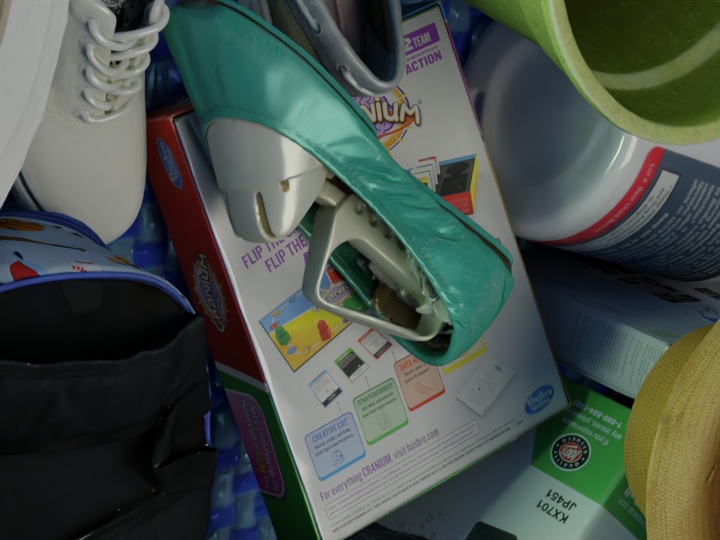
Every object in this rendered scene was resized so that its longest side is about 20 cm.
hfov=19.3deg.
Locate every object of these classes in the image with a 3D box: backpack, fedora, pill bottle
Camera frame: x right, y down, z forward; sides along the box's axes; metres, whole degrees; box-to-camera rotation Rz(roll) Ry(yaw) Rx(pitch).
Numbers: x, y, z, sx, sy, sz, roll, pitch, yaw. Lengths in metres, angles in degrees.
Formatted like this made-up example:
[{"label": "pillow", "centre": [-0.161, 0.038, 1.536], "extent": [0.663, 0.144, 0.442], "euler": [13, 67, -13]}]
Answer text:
[{"label": "backpack", "centre": [-0.154, 0.066, 0.804], "extent": [0.189, 0.154, 0.202], "euler": [-9, 121, -30]}, {"label": "fedora", "centre": [0.179, 0.086, 0.952], "extent": [0.199, 0.082, 0.203], "euler": [-12, 111, -33]}, {"label": "pill bottle", "centre": [0.150, -0.058, 1.038], "extent": [0.199, 0.119, 0.121], "euler": [14, 99, -44]}]

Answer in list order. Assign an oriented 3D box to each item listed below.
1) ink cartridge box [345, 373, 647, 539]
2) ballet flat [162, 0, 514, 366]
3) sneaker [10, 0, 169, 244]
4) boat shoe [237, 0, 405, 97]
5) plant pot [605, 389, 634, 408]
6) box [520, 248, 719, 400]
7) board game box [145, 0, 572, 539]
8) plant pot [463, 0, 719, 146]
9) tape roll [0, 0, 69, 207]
[{"label": "ink cartridge box", "centre": [0.057, 0.148, 1.028], "extent": [0.201, 0.146, 0.083], "euler": [-55, 133, -9]}, {"label": "ballet flat", "centre": [-0.013, -0.027, 0.865], "extent": [0.200, 0.067, 0.071], "euler": [41, 60, -28]}, {"label": "sneaker", "centre": [-0.109, -0.096, 0.826], "extent": [0.073, 0.071, 0.202], "euler": [-23, 122, -32]}, {"label": "boat shoe", "centre": [-0.023, -0.169, 0.856], "extent": [0.074, 0.065, 0.204], "euler": [-17, 103, -35]}, {"label": "plant pot", "centre": [0.208, 0.146, 1.144], "extent": [0.199, 0.199, 0.181], "euler": [-21, 106, -33]}, {"label": "box", "centre": [0.167, 0.026, 1.072], "extent": [0.199, 0.144, 0.037], "euler": [-2, 110, -40]}, {"label": "board game box", "centre": [0.000, 0.000, 0.941], "extent": [0.152, 0.040, 0.202], "euler": [-26, 104, -31]}, {"label": "plant pot", "centre": [0.088, -0.174, 0.886], "extent": [0.199, 0.184, 0.202], "euler": [-18, 120, -35]}, {"label": "tape roll", "centre": [-0.167, -0.103, 0.699], "extent": [0.202, 0.070, 0.205], "euler": [9, 90, -74]}]
